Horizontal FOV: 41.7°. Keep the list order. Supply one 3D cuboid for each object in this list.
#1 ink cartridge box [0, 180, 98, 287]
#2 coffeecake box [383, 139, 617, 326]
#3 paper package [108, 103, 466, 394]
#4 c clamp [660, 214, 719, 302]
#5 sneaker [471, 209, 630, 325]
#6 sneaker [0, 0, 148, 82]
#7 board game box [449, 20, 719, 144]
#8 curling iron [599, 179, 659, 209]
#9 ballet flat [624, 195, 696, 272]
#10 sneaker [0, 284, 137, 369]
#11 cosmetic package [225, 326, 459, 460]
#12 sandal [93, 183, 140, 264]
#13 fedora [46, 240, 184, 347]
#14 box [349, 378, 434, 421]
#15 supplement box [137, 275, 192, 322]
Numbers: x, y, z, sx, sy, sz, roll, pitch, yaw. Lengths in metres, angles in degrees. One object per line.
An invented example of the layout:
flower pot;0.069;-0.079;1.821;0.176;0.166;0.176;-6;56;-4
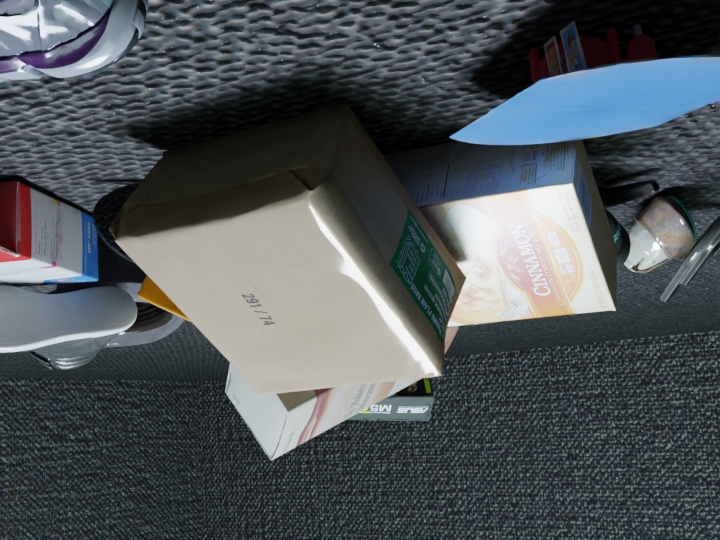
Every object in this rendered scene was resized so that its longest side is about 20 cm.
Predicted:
ink cartridge box;-0.329;-0.031;0.846;0.116;0.067;0.200;-4;171;7
coffeecake box;0.097;-0.029;0.786;0.200;0.073;0.154;-7;138;25
paper package;-0.047;-0.008;0.717;0.190;0.104;0.200;-9;133;33
c clamp;0.368;-0.040;0.967;0.171;0.027;0.200;-43;163;-5
sneaker;0.150;-0.012;0.898;0.200;0.076;0.079;-24;146;17
sneaker;-0.201;-0.119;0.424;0.200;0.075;0.088;-15;154;13
board game box;0.150;-0.119;0.587;0.158;0.039;0.200;-5;176;-17
curling iron;0.229;-0.061;0.958;0.050;0.026;0.200;39;153;-13
ballet flat;0.319;-0.028;1.034;0.067;0.068;0.200;-38;165;4
sneaker;-0.330;0.064;0.935;0.200;0.071;0.099;-2;151;-36
cosmetic package;-0.016;0.081;0.889;0.200;0.087;0.103;-25;155;-28
sandal;-0.138;-0.037;0.854;0.200;0.075;0.048;0;173;-20
fedora;-0.287;0.019;1.086;0.177;0.090;0.200;-4;162;-11
box;-0.023;0.091;1.115;0.193;0.200;0.048;3;127;-10
supplement box;-0.134;0.030;0.972;0.126;0.074;0.200;23;174;5
